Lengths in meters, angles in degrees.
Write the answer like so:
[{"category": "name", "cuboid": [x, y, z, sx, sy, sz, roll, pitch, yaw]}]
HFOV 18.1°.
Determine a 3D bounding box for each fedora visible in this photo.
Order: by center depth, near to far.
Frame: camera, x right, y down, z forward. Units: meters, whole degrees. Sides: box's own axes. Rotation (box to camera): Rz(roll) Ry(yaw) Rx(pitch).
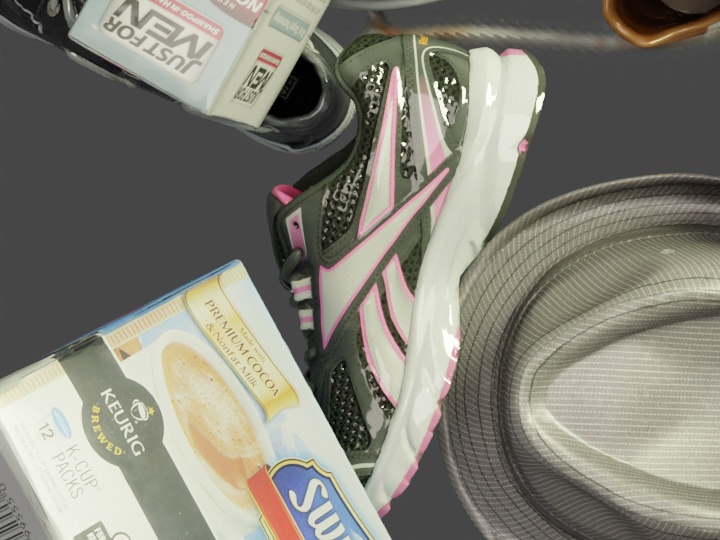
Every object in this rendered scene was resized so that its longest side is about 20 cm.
[{"category": "fedora", "cuboid": [0.122, 0.050, 0.859, 0.199, 0.090, 0.178, 8, 90, 9]}]

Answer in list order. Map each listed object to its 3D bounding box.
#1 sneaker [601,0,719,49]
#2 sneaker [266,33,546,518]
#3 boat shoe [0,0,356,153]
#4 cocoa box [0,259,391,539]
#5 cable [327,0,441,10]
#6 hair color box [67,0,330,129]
[{"category": "sneaker", "cuboid": [0.162, -0.142, 0.809, 0.073, 0.085, 0.200, 45, 133, 2]}, {"category": "sneaker", "cuboid": [0.000, 0.000, 0.871, 0.086, 0.080, 0.201, 17, 98, -4]}, {"category": "boat shoe", "cuboid": [-0.094, -0.108, 0.904, 0.200, 0.068, 0.072, 32, 94, 7]}, {"category": "cocoa box", "cuboid": [-0.075, 0.122, 0.836, 0.133, 0.131, 0.200, -28, 91, 49]}, {"category": "cable", "cuboid": [0.008, -0.203, 0.889, 0.199, 0.069, 0.201, 22, 93, 8]}, {"category": "hair color box", "cuboid": [-0.022, -0.153, 0.810, 0.061, 0.099, 0.200, 29, 95, 7]}]
